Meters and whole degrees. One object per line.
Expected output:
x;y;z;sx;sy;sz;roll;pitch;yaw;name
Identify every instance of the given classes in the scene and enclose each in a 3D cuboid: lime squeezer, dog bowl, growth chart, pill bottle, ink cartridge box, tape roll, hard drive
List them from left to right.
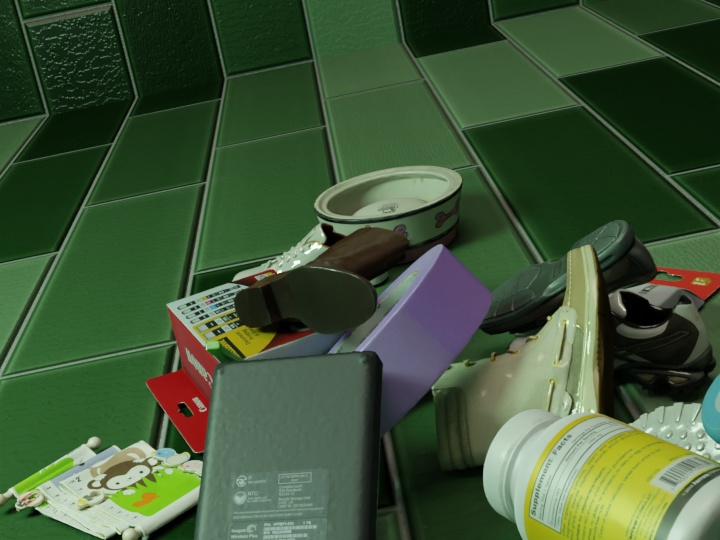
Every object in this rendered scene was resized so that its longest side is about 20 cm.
-0.221;0.196;1.075;0.198;0.018;0.144;6;26;36;growth chart
-0.125;0.087;1.207;0.174;0.085;0.200;-19;23;-20;ink cartridge box
-0.092;0.115;1.031;0.070;0.201;0.038;-17;61;-13;lime squeezer
-0.055;0.161;0.893;0.137;0.033;0.203;-6;59;15;hard drive
0.026;0.071;1.043;0.200;0.066;0.200;-46;4;5;tape roll
0.041;-0.070;1.538;0.197;0.075;0.201;-9;21;4;dog bowl
0.272;0.018;1.229;0.160;0.051;0.199;8;31;41;ink cartridge box
0.179;0.165;0.808;0.111;0.114;0.199;-23;23;-28;pill bottle

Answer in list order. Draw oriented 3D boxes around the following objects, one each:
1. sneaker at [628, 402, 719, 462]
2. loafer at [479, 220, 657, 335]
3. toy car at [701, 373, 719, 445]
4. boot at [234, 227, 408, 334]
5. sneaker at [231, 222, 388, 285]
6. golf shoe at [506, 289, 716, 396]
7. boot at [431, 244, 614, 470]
0.286;0.141;0.886;0.198;0.080;0.077;-15;57;38;sneaker
0.194;0.025;1.130;0.199;0.063;0.072;-33;20;41;loafer
0.349;0.087;0.703;0.201;0.183;0.177;-52;17;11;toy car
0.000;0.000;1.158;0.185;0.065;0.199;-1;16;42;boot
-0.069;-0.017;1.445;0.197;0.086;0.073;-10;22;8;sneaker
0.225;0.057;1.088;0.197;0.096;0.078;-1;24;29;golf shoe
0.139;0.075;1.014;0.153;0.072;0.203;-6;62;23;boot
